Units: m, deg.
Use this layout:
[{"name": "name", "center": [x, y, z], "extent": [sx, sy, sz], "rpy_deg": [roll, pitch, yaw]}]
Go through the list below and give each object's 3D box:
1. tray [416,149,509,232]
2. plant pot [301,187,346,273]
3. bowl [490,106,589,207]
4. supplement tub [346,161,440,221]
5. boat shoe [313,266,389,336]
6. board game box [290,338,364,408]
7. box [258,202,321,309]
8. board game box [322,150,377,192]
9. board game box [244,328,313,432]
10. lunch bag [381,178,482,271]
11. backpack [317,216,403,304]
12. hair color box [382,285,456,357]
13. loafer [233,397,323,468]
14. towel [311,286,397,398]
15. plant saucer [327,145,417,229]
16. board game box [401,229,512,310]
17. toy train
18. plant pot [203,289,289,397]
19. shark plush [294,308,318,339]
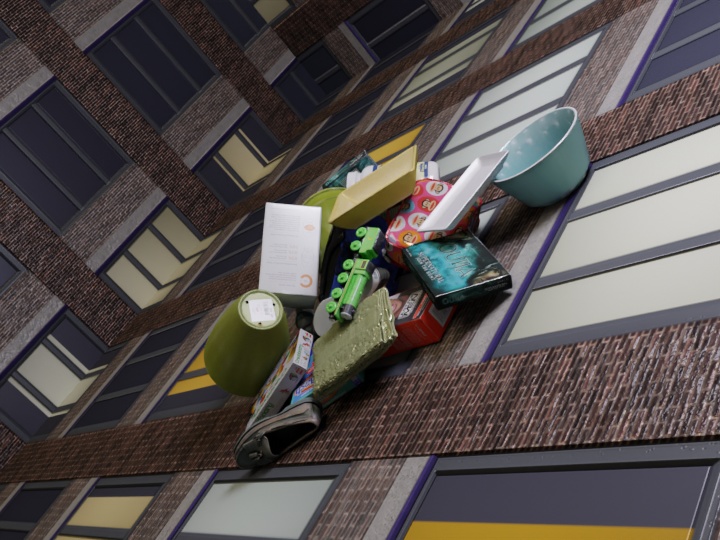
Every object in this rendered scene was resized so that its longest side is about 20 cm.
[{"name": "tray", "center": [0.191, -0.138, 1.569], "extent": [0.201, 0.022, 0.107], "rpy_deg": [-50, 18, -16]}, {"name": "plant pot", "center": [-0.044, -0.059, 1.986], "extent": [0.200, 0.200, 0.194], "rpy_deg": [-39, 29, 10]}, {"name": "bowl", "center": [0.339, -0.193, 1.581], "extent": [0.200, 0.105, 0.201], "rpy_deg": [-38, 19, 16]}, {"name": "supplement tub", "center": [0.075, -0.157, 1.870], "extent": [0.197, 0.147, 0.146], "rpy_deg": [-3, 27, 7]}, {"name": "boat shoe", "center": [-0.016, 0.064, 1.682], "extent": [0.063, 0.071, 0.200], "rpy_deg": [-4, -32, -48]}, {"name": "board game box", "center": [-0.055, 0.182, 1.664], "extent": [0.151, 0.045, 0.201], "rpy_deg": [-36, 20, 19]}, {"name": "box", "center": [-0.150, -0.030, 1.847], "extent": [0.098, 0.122, 0.203], "rpy_deg": [109, 165, -70]}, {"name": "board game box", "center": [0.020, -0.178, 2.070], "extent": [0.135, 0.200, 0.028], "rpy_deg": [-37, 36, 12]}, {"name": "board game box", "center": [-0.161, 0.227, 1.707], "extent": [0.201, 0.034, 0.127], "rpy_deg": [-56, 12, 23]}, {"name": "lunch bag", "center": [0.130, -0.087, 1.674], "extent": [0.201, 0.174, 0.082], "rpy_deg": [-58, -19, -35]}, {"name": "backpack", "center": [0.000, 0.000, 1.776], "extent": [0.163, 0.166, 0.202], "rpy_deg": [-83, 11, -69]}, {"name": "hair color box", "center": [0.077, 0.092, 1.561], "extent": [0.199, 0.061, 0.102], "rpy_deg": [-24, 27, 47]}, {"name": "loafer", "center": [-0.153, 0.303, 1.563], "extent": [0.199, 0.072, 0.063], "rpy_deg": [-36, 25, 14]}, {"name": "towel", "center": [-0.014, 0.131, 1.537], "extent": [0.199, 0.036, 0.149], "rpy_deg": [-40, 29, 24]}, {"name": "plant saucer", "center": [0.038, -0.157, 1.714], "extent": [0.198, 0.049, 0.200], "rpy_deg": [-31, 16, 16]}, {"name": "board game box", "center": [0.162, -0.006, 1.489], "extent": [0.133, 0.029, 0.200], "rpy_deg": [-16, 28, -8]}, {"name": "toy train", "center": [-0.007, 0.007, 1.589], "extent": [0.056, 0.042, 0.202], "rpy_deg": [5, 62, 32]}, {"name": "plant pot", "center": [-0.221, 0.130, 1.781], "extent": [0.188, 0.186, 0.201], "rpy_deg": [-56, -6, -38]}, {"name": "shark plush", "center": [-0.117, 0.097, 1.923], "extent": [0.091, 0.083, 0.200], "rpy_deg": [-38, 19, 13]}]
